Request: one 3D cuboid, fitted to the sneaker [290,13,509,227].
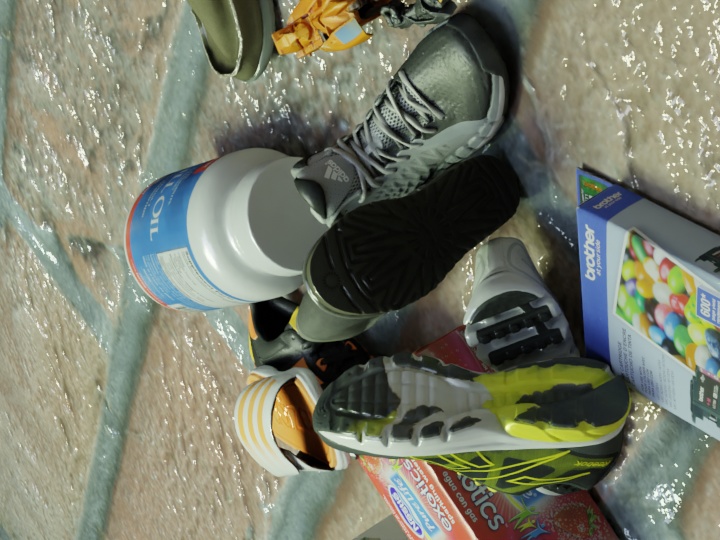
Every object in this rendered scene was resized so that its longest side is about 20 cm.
[{"bbox_3d":[0.017,-0.078,1.303,0.075,0.115,0.200,53,151,12],"label":"sneaker"}]

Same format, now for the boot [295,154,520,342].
[{"bbox_3d":[0.000,0.002,1.349,0.200,0.181,0.073,-27,89,57],"label":"boot"}]

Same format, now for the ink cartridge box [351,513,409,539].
[{"bbox_3d":[0.006,0.294,1.575,0.084,0.199,0.147,0,116,61],"label":"ink cartridge box"}]

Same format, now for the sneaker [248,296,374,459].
[{"bbox_3d":[-0.026,0.074,1.560,0.199,0.070,0.091,25,139,50],"label":"sneaker"}]

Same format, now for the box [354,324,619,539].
[{"bbox_3d":[0.082,0.151,1.426,0.201,0.095,0.100,56,153,8],"label":"box"}]

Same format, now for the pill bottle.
[{"bbox_3d":[-0.091,-0.031,1.528,0.199,0.112,0.113,-12,106,60],"label":"pill bottle"}]

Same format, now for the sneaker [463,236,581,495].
[{"bbox_3d":[0.118,0.064,1.331,0.081,0.074,0.201,-97,-11,-52],"label":"sneaker"}]

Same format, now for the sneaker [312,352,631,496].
[{"bbox_3d":[0.069,0.106,1.268,0.198,0.075,0.085,1,134,12],"label":"sneaker"}]

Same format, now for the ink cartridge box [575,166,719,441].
[{"bbox_3d":[0.188,0.028,1.204,0.200,0.042,0.120,34,142,43],"label":"ink cartridge box"}]

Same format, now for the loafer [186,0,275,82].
[{"bbox_3d":[-0.118,-0.221,1.440,0.075,0.069,0.202,17,130,52],"label":"loafer"}]

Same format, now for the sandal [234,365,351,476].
[{"bbox_3d":[-0.063,0.116,1.506,0.080,0.059,0.206,66,164,-7],"label":"sandal"}]

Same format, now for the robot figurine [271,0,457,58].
[{"bbox_3d":[-0.007,-0.206,1.283,0.200,0.058,0.146,-23,92,62],"label":"robot figurine"}]
